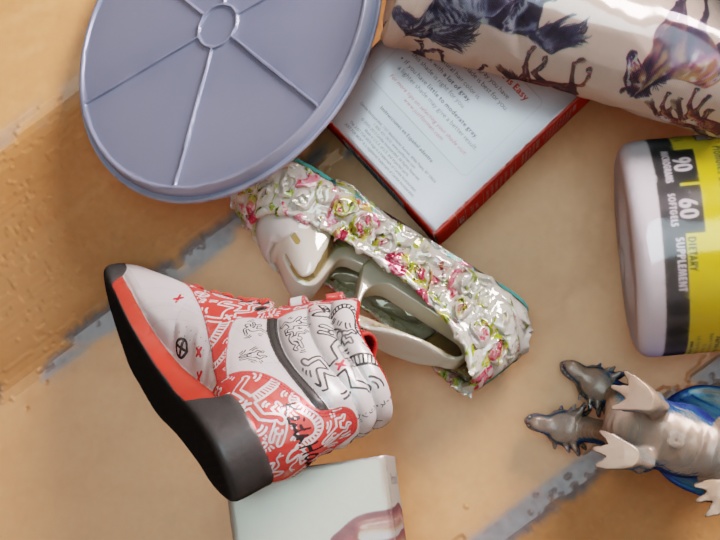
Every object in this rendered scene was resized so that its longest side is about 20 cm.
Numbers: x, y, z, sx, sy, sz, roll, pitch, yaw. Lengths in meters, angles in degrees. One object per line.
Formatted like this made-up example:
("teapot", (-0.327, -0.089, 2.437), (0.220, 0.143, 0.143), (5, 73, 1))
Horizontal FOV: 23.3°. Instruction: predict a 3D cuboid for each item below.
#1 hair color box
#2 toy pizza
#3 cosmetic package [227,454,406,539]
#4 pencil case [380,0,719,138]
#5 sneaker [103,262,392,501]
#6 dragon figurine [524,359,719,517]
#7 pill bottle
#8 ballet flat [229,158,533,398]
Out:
("hair color box", (0.080, -0.120, 0.960), (0.200, 0.061, 0.102), (-43, 83, 0))
("toy pizza", (-0.070, -0.128, 0.961), (0.199, 0.032, 0.201), (-13, 64, 28))
("cosmetic package", (-0.011, 0.201, 0.911), (0.087, 0.103, 0.201), (-9, 85, 3))
("pencil case", (0.107, -0.129, 0.891), (0.199, 0.090, 0.078), (16, 115, 4))
("sneaker", (-0.058, 0.040, 0.921), (0.107, 0.201, 0.068), (-23, 123, -16))
("dragon figurine", (0.178, 0.090, 0.900), (0.199, 0.099, 0.059), (15, 93, 18))
("pill bottle", (0.237, -0.020, 0.909), (0.199, 0.114, 0.115), (-6, 83, 4))
("ballet flat", (0.000, 0.000, 0.943), (0.199, 0.076, 0.064), (30, 59, 8))
